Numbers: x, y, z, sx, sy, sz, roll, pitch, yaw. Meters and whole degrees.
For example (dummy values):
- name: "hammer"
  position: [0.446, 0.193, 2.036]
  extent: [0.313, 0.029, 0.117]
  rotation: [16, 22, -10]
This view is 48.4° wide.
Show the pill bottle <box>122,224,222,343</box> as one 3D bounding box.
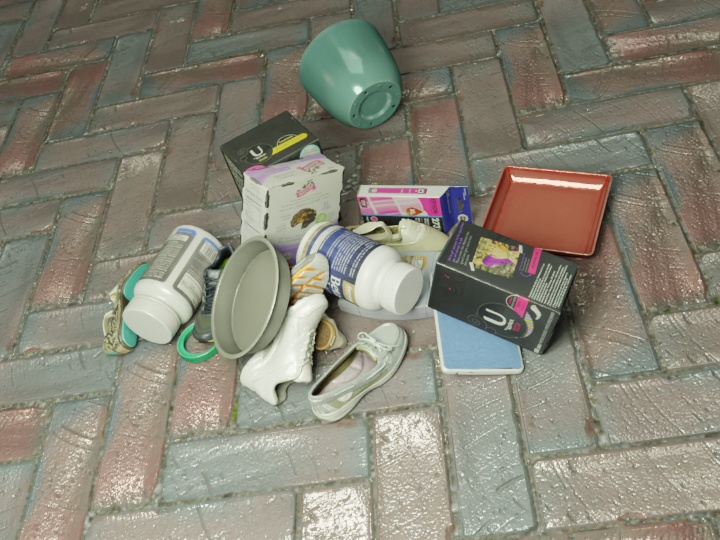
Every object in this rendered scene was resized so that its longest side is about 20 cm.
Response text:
- name: "pill bottle"
  position: [-0.334, 0.025, 1.438]
  extent: [0.114, 0.114, 0.200]
  rotation: [9, 51, 23]

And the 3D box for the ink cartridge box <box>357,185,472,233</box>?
- name: "ink cartridge box"
  position: [0.099, -0.111, 1.455]
  extent: [0.200, 0.095, 0.037]
  rotation: [1, 49, 16]

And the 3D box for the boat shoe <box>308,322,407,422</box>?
- name: "boat shoe"
  position: [-0.002, 0.151, 1.264]
  extent: [0.202, 0.065, 0.074]
  rotation: [-41, 51, -21]

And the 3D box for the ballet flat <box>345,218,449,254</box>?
- name: "ballet flat"
  position: [0.060, -0.061, 1.440]
  extent: [0.200, 0.069, 0.069]
  rotation: [-4, 48, 12]

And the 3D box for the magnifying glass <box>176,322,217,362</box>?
- name: "magnifying glass"
  position: [-0.243, 0.085, 1.422]
  extent: [0.080, 0.022, 0.200]
  rotation: [27, 59, 34]

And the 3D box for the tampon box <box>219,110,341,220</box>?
- name: "tampon box"
  position: [-0.145, -0.163, 1.498]
  extent: [0.150, 0.200, 0.126]
  rotation: [-32, 48, -13]

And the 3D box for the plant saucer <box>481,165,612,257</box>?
- name: "plant saucer"
  position: [0.329, -0.101, 1.423]
  extent: [0.200, 0.037, 0.200]
  rotation: [9, 52, 22]

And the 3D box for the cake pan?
- name: "cake pan"
  position: [-0.175, 0.046, 1.283]
  extent: [0.200, 0.037, 0.200]
  rotation: [-27, 55, 45]

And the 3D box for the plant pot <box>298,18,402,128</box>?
- name: "plant pot"
  position: [-0.006, -0.396, 1.686]
  extent: [0.201, 0.201, 0.161]
  rotation: [-27, 60, -10]

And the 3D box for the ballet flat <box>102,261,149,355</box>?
- name: "ballet flat"
  position: [-0.434, 0.069, 1.465]
  extent: [0.075, 0.068, 0.200]
  rotation: [-17, 46, 22]

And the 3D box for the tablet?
- name: "tablet"
  position: [0.183, 0.081, 1.289]
  extent: [0.130, 0.014, 0.200]
  rotation: [1, 50, -5]

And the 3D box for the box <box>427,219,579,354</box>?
- name: "box"
  position: [0.219, 0.025, 1.249]
  extent: [0.200, 0.122, 0.106]
  rotation: [23, 54, 14]

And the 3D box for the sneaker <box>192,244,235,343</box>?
- name: "sneaker"
  position: [-0.253, 0.039, 1.398]
  extent: [0.074, 0.081, 0.200]
  rotation: [-3, 48, 15]

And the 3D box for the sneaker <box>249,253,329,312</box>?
- name: "sneaker"
  position: [-0.129, 0.034, 1.314]
  extent: [0.200, 0.078, 0.077]
  rotation: [-45, 53, 26]

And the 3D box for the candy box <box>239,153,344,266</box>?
- name: "candy box"
  position: [-0.121, -0.087, 1.389]
  extent: [0.168, 0.200, 0.072]
  rotation: [-20, 42, -38]

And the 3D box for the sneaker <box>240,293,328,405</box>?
- name: "sneaker"
  position: [-0.100, 0.130, 1.281]
  extent: [0.099, 0.078, 0.200]
  rotation: [39, 103, 23]

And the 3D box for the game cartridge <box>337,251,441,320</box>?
- name: "game cartridge"
  position: [0.065, 0.025, 1.383]
  extent: [0.200, 0.042, 0.133]
  rotation: [0, 44, 15]

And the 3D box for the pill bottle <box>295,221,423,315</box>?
- name: "pill bottle"
  position: [0.000, 0.000, 1.323]
  extent: [0.200, 0.111, 0.111]
  rotation: [24, 58, 32]

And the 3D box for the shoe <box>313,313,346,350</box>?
- name: "shoe"
  position: [-0.103, 0.085, 1.368]
  extent: [0.200, 0.053, 0.070]
  rotation: [29, 101, 38]
